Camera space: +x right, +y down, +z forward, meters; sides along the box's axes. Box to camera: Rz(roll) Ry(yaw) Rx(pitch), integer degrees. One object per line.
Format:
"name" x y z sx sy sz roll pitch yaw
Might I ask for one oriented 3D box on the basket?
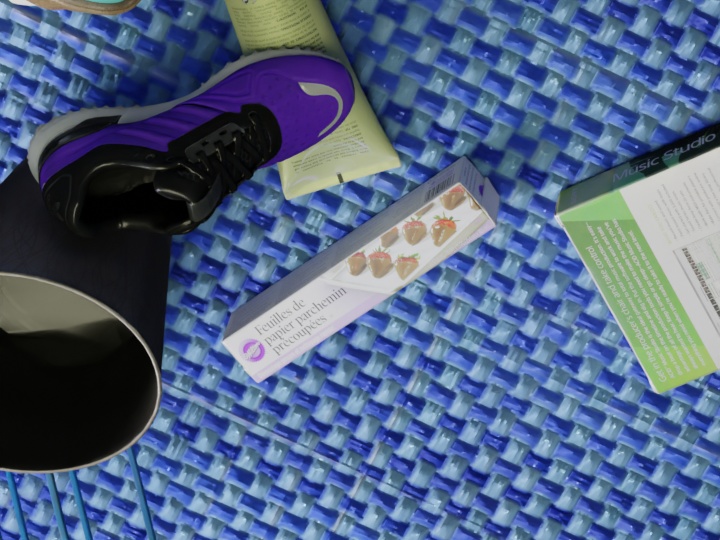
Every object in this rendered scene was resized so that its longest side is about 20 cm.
"basket" -0.188 0.013 1.653 0.180 0.200 0.136 6 120 7

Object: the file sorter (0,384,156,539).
"file sorter" -0.249 0.166 1.759 0.199 0.139 0.123 -21 76 18

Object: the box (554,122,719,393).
"box" 0.240 -0.022 1.664 0.199 0.036 0.145 -23 113 18

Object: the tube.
"tube" -0.044 -0.136 1.641 0.058 0.052 0.200 9 131 45

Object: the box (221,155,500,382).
"box" 0.000 0.000 1.709 0.200 0.041 0.039 -34 109 23

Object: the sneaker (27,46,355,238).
"sneaker" -0.092 -0.064 1.590 0.199 0.100 0.070 -18 125 -4

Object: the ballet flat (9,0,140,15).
"ballet flat" -0.222 -0.199 1.624 0.199 0.068 0.072 25 151 -1
